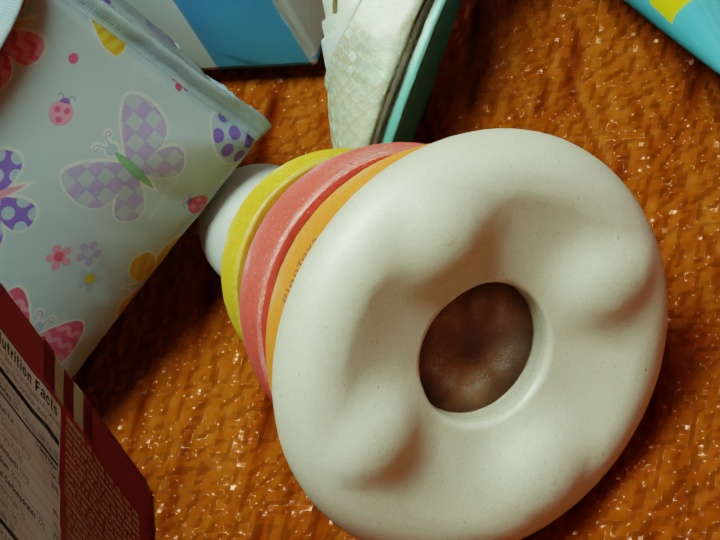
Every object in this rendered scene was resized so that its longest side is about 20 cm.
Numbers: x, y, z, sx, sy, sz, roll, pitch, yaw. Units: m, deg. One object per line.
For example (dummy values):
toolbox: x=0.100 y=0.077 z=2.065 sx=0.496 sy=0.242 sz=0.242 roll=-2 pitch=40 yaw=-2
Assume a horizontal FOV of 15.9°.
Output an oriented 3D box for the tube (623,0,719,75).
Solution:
tube: x=0.113 y=-0.119 z=0.966 sx=0.077 sy=0.050 sz=0.200 roll=-12 pitch=41 yaw=-30

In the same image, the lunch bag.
lunch bag: x=-0.164 y=-0.052 z=0.921 sx=0.170 sy=0.200 sz=0.127 roll=-51 pitch=32 yaw=1

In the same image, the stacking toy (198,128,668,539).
stacking toy: x=0.000 y=0.000 z=0.904 sx=0.146 sy=0.146 sz=0.200 roll=-43 pitch=33 yaw=-9

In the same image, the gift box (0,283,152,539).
gift box: x=-0.183 y=0.123 z=0.845 sx=0.187 sy=0.185 sz=0.200 roll=-15 pitch=45 yaw=13

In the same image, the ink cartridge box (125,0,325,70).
ink cartridge box: x=-0.114 y=-0.178 z=1.055 sx=0.200 sy=0.146 sz=0.147 roll=-1 pitch=53 yaw=26

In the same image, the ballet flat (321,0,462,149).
ballet flat: x=0.018 y=-0.127 z=0.975 sx=0.062 sy=0.067 sz=0.200 roll=23 pitch=91 yaw=9
